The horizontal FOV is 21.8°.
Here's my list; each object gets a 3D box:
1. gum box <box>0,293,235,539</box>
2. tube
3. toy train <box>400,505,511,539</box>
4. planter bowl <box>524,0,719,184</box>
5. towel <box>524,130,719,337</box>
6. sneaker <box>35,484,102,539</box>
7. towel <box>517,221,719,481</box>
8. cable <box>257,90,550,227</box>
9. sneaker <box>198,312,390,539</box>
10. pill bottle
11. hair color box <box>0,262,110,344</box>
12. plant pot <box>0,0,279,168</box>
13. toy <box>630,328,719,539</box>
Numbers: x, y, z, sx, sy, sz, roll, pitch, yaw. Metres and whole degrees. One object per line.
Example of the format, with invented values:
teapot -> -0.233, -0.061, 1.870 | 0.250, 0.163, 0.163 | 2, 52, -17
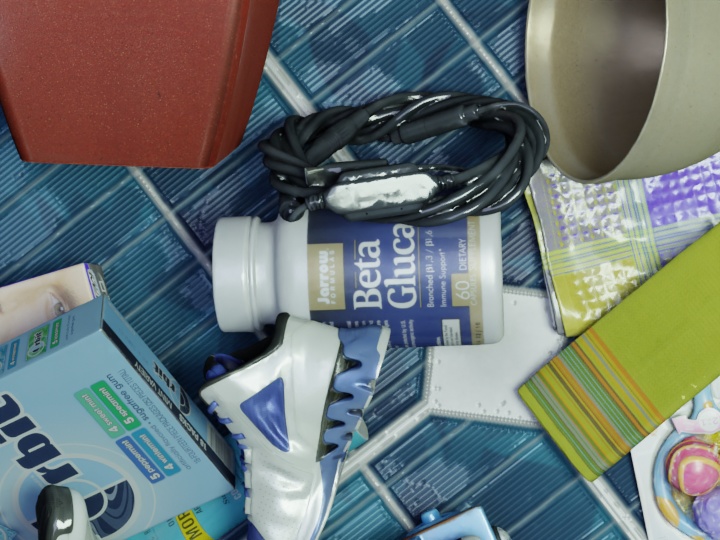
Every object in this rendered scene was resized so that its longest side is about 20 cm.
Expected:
gum box -> -0.216, 0.125, 1.304 | 0.200, 0.045, 0.170 | -26, 124, 15
tube -> -0.091, 0.150, 1.358 | 0.200, 0.050, 0.077 | -32, 72, 8
toy train -> 0.015, 0.233, 1.310 | 0.200, 0.114, 0.087 | -24, 88, 4
planter bowl -> 0.215, -0.156, 1.278 | 0.135, 0.200, 0.200 | 1, 89, -22
towel -> 0.221, -0.036, 1.346 | 0.200, 0.023, 0.144 | -10, 87, 4
sneaker -> -0.165, 0.214, 1.311 | 0.115, 0.201, 0.076 | -6, 47, -8
towel -> 0.210, 0.056, 1.317 | 0.200, 0.018, 0.086 | -42, 74, 16
cable -> 0.032, -0.080, 1.302 | 0.200, 0.163, 0.051 | -11, 116, -6
sneaker -> -0.063, 0.111, 1.283 | 0.115, 0.081, 0.199 | 20, 104, 0
pill bottle -> 0.000, 0.000, 1.317 | 0.200, 0.111, 0.111 | -2, 89, 4
hair color box -> -0.274, 0.073, 1.362 | 0.200, 0.065, 0.109 | -17, 87, 2
plant pot -> -0.158, -0.167, 1.303 | 0.200, 0.200, 0.176 | 3, 102, 4
toy -> 0.252, 0.133, 1.327 | 0.115, 0.047, 0.200 | -12, 88, 6
